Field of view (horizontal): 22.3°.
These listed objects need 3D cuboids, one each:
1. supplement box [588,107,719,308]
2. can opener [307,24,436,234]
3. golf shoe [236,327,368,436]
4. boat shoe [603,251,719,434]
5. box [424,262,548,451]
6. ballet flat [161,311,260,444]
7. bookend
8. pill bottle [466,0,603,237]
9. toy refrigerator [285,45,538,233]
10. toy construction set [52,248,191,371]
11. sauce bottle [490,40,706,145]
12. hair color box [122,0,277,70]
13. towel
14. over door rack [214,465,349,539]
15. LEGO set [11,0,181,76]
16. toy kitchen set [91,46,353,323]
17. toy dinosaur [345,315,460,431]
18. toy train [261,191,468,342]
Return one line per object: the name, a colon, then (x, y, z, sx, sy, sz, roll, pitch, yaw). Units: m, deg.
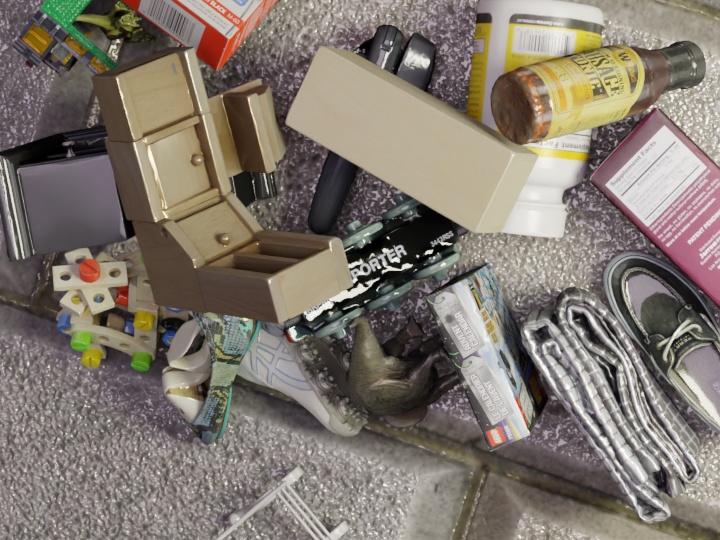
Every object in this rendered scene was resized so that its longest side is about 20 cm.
supplement box: (0.295, -0.040, 1.568, 0.200, 0.110, 0.086, 45, 97, 3)
can opener: (-0.002, -0.125, 1.628, 0.078, 0.063, 0.201, 26, 96, 5)
golf shoe: (-0.075, 0.078, 1.658, 0.097, 0.078, 0.200, -39, 85, 29)
boat shoe: (0.288, 0.065, 1.595, 0.072, 0.071, 0.200, -41, 87, 8)
box: (0.110, 0.069, 1.555, 0.040, 0.200, 0.137, -24, 89, 11)
ballet flat: (-0.142, 0.085, 1.611, 0.074, 0.074, 0.200, 25, 135, 6)
bookend: (-0.192, -0.081, 1.585, 0.198, 0.200, 0.093, -8, 98, 9)
pill bottle: (0.146, -0.132, 1.583, 0.111, 0.111, 0.201, 7, 94, 7)
toy refrigerator: (0.043, -0.111, 1.538, 0.200, 0.070, 0.076, 30, 104, 21)
toy construction set: (-0.211, 0.024, 1.610, 0.130, 0.200, 0.093, 11, 71, -1)
sauce bottle: (0.201, -0.154, 1.512, 0.199, 0.066, 0.066, -19, 91, -32)
hair color box: (-0.106, -0.284, 1.581, 0.111, 0.064, 0.200, 36, 62, 0)
towel: (0.218, 0.108, 1.562, 0.085, 0.166, 0.200, -34, 89, 4)
over door rack: (-0.090, 0.295, 1.656, 0.200, 0.067, 0.148, -40, 88, -12)
LEGO set: (-0.213, -0.223, 1.626, 0.153, 0.116, 0.201, 32, 65, -15)
toy kitchen set: (-0.083, -0.087, 1.481, 0.180, 0.163, 0.201, 7, 117, 50)
toy dinosaur: (0.032, 0.093, 1.563, 0.102, 0.200, 0.077, -40, 69, 12)
toy train: (0.000, 0.000, 1.580, 0.199, 0.114, 0.085, -29, 92, -21)
